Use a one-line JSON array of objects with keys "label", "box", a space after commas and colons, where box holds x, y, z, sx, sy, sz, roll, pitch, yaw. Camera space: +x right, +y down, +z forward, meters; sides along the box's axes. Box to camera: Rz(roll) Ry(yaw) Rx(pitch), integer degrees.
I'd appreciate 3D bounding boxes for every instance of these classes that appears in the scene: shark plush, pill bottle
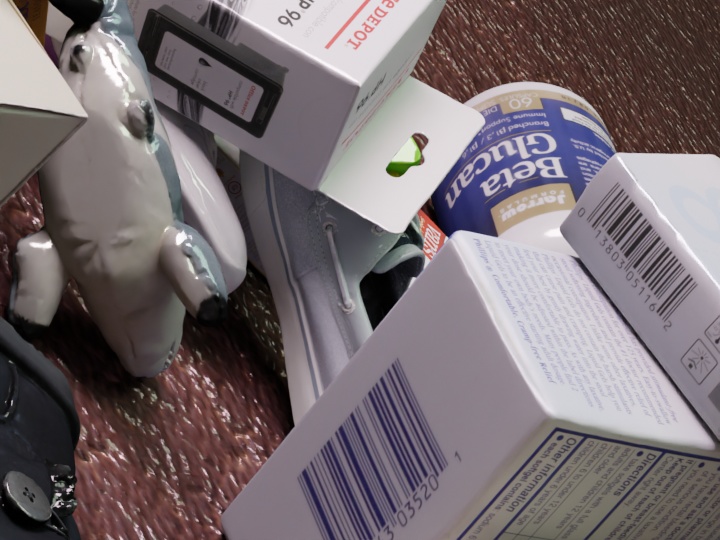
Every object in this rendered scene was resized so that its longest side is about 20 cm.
[{"label": "shark plush", "box": [-0.110, -0.052, 1.143, 0.083, 0.090, 0.201, -33, 107, -77]}, {"label": "pill bottle", "box": [0.105, -0.008, 1.529, 0.111, 0.111, 0.200, 36, 23, -31]}]

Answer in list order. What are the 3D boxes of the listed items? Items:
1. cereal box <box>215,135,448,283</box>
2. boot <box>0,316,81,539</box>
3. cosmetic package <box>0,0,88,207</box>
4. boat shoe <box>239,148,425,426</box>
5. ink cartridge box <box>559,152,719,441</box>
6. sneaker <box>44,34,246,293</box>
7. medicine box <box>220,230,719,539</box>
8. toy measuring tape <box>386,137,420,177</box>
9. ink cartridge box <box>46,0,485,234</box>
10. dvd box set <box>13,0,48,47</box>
[{"label": "cereal box", "box": [-0.033, -0.042, 1.408, 0.200, 0.039, 0.144, 45, 22, -11]}, {"label": "boot", "box": [-0.155, 0.061, 0.914, 0.200, 0.076, 0.168, 42, 16, -35]}, {"label": "cosmetic package", "box": [-0.206, -0.106, 1.076, 0.200, 0.103, 0.073, 56, 22, 17]}, {"label": "boat shoe", "box": [0.000, 0.000, 1.256, 0.070, 0.071, 0.202, 2, 74, -62]}, {"label": "ink cartridge box", "box": [0.194, 0.023, 1.124, 0.199, 0.047, 0.160, -4, 49, -48]}, {"label": "sneaker", "box": [-0.090, -0.079, 1.263, 0.099, 0.075, 0.201, -17, 63, -30]}, {"label": "medicine box", "box": [0.078, 0.096, 1.130, 0.199, 0.182, 0.103, 12, 38, -39]}, {"label": "toy measuring tape", "box": [-0.038, -0.102, 1.348, 0.201, 0.073, 0.073, 60, 23, 17]}, {"label": "ink cartridge box", "box": [-0.037, -0.114, 1.230, 0.199, 0.068, 0.116, 31, 41, 6]}, {"label": "dvd box set", "box": [-0.178, -0.164, 1.159, 0.147, 0.029, 0.200, 58, -17, 11]}]
